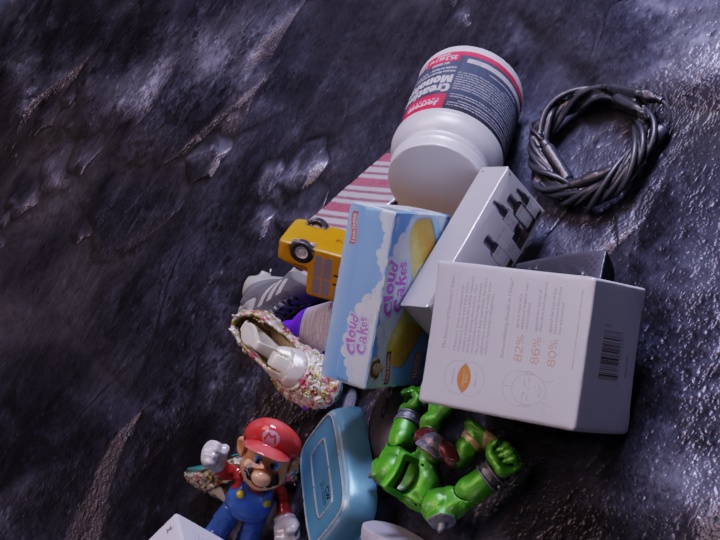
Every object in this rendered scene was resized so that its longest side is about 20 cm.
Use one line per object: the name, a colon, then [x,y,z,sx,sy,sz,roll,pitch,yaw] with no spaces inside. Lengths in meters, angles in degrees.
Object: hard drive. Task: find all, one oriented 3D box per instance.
hard drive: [0.192,0.053,1.655,0.199,0.042,0.136,-13,51,43]

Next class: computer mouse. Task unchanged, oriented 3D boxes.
computer mouse: [0.019,0.170,1.752,0.140,0.046,0.202,-22,45,35]

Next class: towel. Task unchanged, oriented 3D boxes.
towel: [0.012,-0.086,1.927,0.200,0.030,0.146,-42,22,-19]

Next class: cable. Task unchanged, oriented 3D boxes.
cable: [0.270,-0.148,1.745,0.199,0.051,0.164,23,83,52]

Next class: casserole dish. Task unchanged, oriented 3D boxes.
casserole dish: [-0.031,0.245,1.720,0.122,0.038,0.201,-55,30,35]

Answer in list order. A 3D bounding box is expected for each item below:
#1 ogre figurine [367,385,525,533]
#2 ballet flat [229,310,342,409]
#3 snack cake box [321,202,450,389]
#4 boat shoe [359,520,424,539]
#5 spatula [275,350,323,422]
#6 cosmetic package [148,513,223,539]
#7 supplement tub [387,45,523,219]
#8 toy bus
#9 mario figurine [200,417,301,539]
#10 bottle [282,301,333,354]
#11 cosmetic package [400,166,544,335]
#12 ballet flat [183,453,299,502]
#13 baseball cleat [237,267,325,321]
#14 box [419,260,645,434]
ogre figurine: [0.080,0.206,1.603,0.199,0.098,0.120,35,81,33]
ballet flat: [-0.101,0.108,1.819,0.200,0.064,0.076,33,96,47]
snack cake box: [0.029,0.028,1.679,0.067,0.115,0.202,14,98,34]
boat shoe: [0.062,0.330,1.559,0.199,0.070,0.071,20,103,50]
spatula: [-0.099,0.184,1.871,0.200,0.020,0.057,-51,58,30]
cosmetic package: [-0.153,0.407,1.611,0.123,0.200,0.200,-42,36,14]
supplement tub: [0.117,-0.168,1.818,0.140,0.141,0.201,-22,31,36]
toy bus: [0.000,0.000,1.797,0.198,0.079,0.065,15,34,13]
mario figurine: [-0.131,0.266,1.742,0.106,0.122,0.202,44,122,42]
bottle: [-0.052,0.086,1.889,0.199,0.065,0.084,-18,53,40]
cosmetic package: [0.130,-0.015,1.683,0.050,0.083,0.201,1,54,53]
ballet flat: [-0.151,0.260,1.859,0.199,0.075,0.065,-22,78,44]
baseball cleat: [-0.101,0.051,1.989,0.199,0.069,0.107,-6,62,58]
box: [0.177,0.078,1.533,0.199,0.106,0.154,8,89,41]
